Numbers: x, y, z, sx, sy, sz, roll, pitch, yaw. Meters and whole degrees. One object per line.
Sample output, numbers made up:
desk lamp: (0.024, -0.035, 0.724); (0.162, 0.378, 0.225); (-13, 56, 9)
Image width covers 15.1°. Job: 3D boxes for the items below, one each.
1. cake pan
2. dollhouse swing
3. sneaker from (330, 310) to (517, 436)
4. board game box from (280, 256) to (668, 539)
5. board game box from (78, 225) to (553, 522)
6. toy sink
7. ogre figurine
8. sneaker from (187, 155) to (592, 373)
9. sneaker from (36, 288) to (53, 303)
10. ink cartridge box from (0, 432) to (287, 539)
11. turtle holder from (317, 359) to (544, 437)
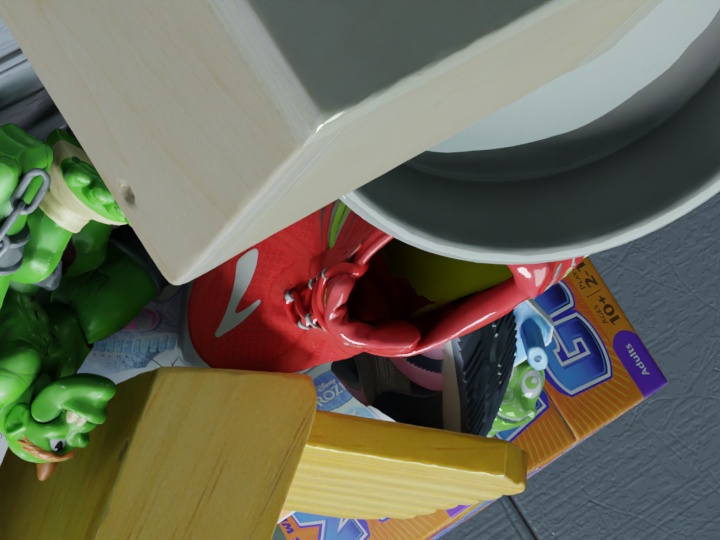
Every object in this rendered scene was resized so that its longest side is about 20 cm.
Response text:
cake pan: (0.064, -0.096, 0.876); (0.200, 0.201, 0.037); (-33, -143, 5)
dollhouse swing: (-0.056, 0.132, 1.109); (0.200, 0.175, 0.183); (-24, -137, 63)
sneaker: (0.016, -0.004, 1.103); (0.201, 0.082, 0.070); (87, 28, -46)
board game box: (0.033, 0.066, 1.774); (0.199, 0.200, 0.200); (-27, 171, -42)
board game box: (-0.047, 0.028, 1.197); (0.199, 0.200, 0.026); (-34, -147, 19)
toy sink: (0.014, -0.107, 0.640); (0.199, 0.131, 0.112); (-31, 174, -29)
ogre figurine: (-0.122, 0.007, 1.018); (0.120, 0.098, 0.200); (-56, -174, 8)
sneaker: (0.000, 0.000, 1.000); (0.199, 0.077, 0.085); (-22, -162, 39)
sneaker: (-0.190, 0.060, 1.132); (0.200, 0.082, 0.075); (-35, 174, 15)
ink cartridge box: (-0.134, 0.121, 1.352); (0.144, 0.201, 0.085); (-33, 171, 21)
turtle holder: (-0.013, 0.016, 1.295); (0.141, 0.185, 0.132); (32, 97, -42)
